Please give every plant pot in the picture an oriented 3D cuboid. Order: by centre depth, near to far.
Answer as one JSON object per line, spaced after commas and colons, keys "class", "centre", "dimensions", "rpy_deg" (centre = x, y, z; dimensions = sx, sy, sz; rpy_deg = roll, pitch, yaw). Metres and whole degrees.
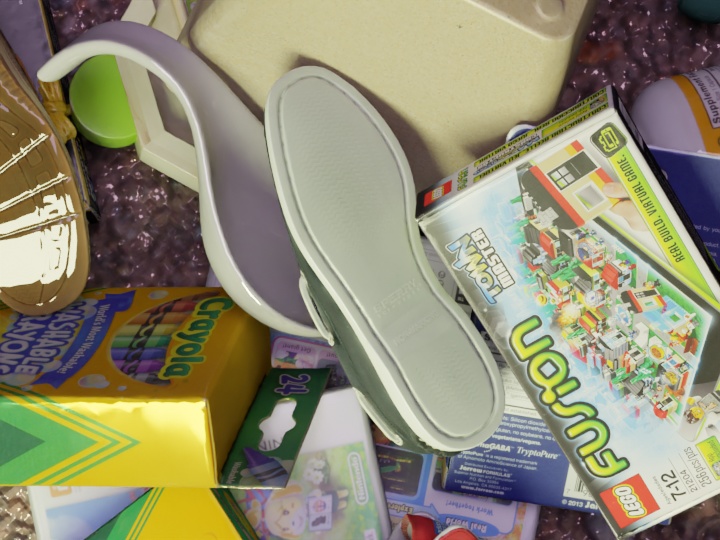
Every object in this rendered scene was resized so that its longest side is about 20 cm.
{"class": "plant pot", "centre": [0.040, -0.164, 1.050], "dimensions": [0.198, 0.177, 0.201], "rpy_deg": [25, 69, -6]}

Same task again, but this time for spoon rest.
{"class": "spoon rest", "centre": [-0.070, -0.049, 1.048], "dimensions": [0.200, 0.099, 0.061], "rpy_deg": [45, 128, -4]}

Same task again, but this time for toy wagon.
{"class": "toy wagon", "centre": [-0.075, -0.107, 1.125], "dimensions": [0.198, 0.040, 0.157], "rpy_deg": [-16, 79, -12]}

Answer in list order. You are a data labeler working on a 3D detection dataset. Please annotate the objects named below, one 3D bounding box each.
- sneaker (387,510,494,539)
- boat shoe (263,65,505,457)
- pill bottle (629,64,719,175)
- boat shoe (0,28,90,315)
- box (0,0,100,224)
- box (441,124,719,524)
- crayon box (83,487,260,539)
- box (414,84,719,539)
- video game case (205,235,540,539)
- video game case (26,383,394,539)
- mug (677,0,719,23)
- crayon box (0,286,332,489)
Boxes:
{"class": "sneaker", "centre": [0.088, 0.158, 1.055], "dimensions": [0.198, 0.071, 0.114], "rpy_deg": [-20, 94, -17]}
{"class": "boat shoe", "centre": [0.000, 0.000, 1.026], "dimensions": [0.075, 0.060, 0.202], "rpy_deg": [-22, 88, -26]}
{"class": "pill bottle", "centre": [0.205, -0.053, 1.093], "dimensions": [0.198, 0.113, 0.114], "rpy_deg": [-13, 80, -3]}
{"class": "boat shoe", "centre": [-0.189, -0.076, 1.073], "dimensions": [0.072, 0.072, 0.201], "rpy_deg": [-26, 97, 8]}
{"class": "box", "centre": [-0.241, -0.104, 1.137], "dimensions": [0.158, 0.049, 0.202], "rpy_deg": [-14, 80, 0]}
{"class": "box", "centre": [0.115, 0.025, 1.048], "dimensions": [0.120, 0.032, 0.202], "rpy_deg": [9, 114, 0]}
{"class": "crayon box", "centre": [-0.070, 0.207, 1.002], "dimensions": [0.118, 0.058, 0.201], "rpy_deg": [-37, 62, 0]}
{"class": "box", "centre": [0.123, 0.024, 1.011], "dimensions": [0.109, 0.035, 0.201], "rpy_deg": [-29, 109, 15]}
{"class": "video game case", "centre": [0.005, 0.069, 1.117], "dimensions": [0.198, 0.024, 0.184], "rpy_deg": [12, 80, 2]}
{"class": "video game case", "centre": [-0.067, 0.175, 1.080], "dimensions": [0.180, 0.022, 0.202], "rpy_deg": [-12, 88, 1]}
{"class": "mug", "centre": [0.215, -0.244, 1.126], "dimensions": [0.151, 0.114, 0.187], "rpy_deg": [-20, 80, -3]}
{"class": "crayon box", "centre": [-0.123, 0.056, 1.049], "dimensions": [0.198, 0.126, 0.052], "rpy_deg": [0, 115, 11]}
